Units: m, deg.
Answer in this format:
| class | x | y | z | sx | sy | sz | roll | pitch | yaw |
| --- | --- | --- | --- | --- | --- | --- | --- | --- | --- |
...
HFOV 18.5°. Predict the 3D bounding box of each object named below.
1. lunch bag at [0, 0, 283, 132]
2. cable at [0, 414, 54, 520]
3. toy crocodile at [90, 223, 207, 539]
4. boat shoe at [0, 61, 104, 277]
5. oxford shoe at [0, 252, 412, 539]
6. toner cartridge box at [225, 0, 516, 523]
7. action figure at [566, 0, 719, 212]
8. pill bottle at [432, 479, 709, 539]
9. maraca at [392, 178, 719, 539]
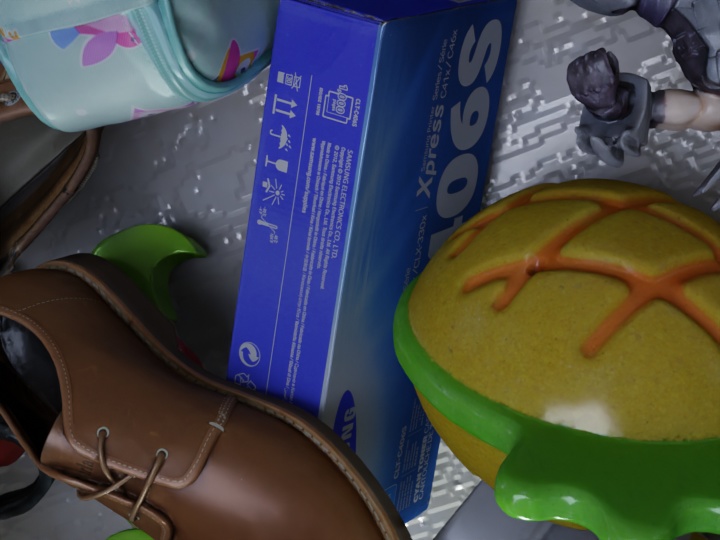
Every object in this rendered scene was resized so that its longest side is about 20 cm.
| class | x | y | z | sx | sy | sz | roll | pitch | yaw |
| --- | --- | --- | --- | --- | --- | --- | --- | --- | --- |
| lunch bag | -0.076 | -0.159 | 0.730 | 0.077 | 0.160 | 0.201 | -8 | 107 | 27 |
| cable | -0.174 | 0.091 | 0.900 | 0.097 | 0.050 | 0.200 | 37 | 123 | 12 |
| toy crocodile | -0.070 | 0.080 | 0.815 | 0.061 | 0.068 | 0.201 | -16 | 69 | 8 |
| boat shoe | -0.159 | -0.018 | 0.794 | 0.076 | 0.072 | 0.200 | 28 | 121 | -29 |
| oxford shoe | -0.065 | 0.067 | 0.731 | 0.200 | 0.071 | 0.072 | 34 | 117 | 28 |
| toner cartridge box | 0.000 | 0.000 | 0.773 | 0.043 | 0.095 | 0.201 | 19 | 111 | 28 |
| action figure | 0.088 | -0.103 | 0.719 | 0.199 | 0.069 | 0.130 | 32 | 79 | 8 |
| pill bottle | 0.107 | 0.152 | 0.770 | 0.200 | 0.111 | 0.111 | 40 | 114 | 7 |
| maraca | 0.082 | 0.036 | 0.703 | 0.136 | 0.200 | 0.108 | -2 | 115 | -10 |
